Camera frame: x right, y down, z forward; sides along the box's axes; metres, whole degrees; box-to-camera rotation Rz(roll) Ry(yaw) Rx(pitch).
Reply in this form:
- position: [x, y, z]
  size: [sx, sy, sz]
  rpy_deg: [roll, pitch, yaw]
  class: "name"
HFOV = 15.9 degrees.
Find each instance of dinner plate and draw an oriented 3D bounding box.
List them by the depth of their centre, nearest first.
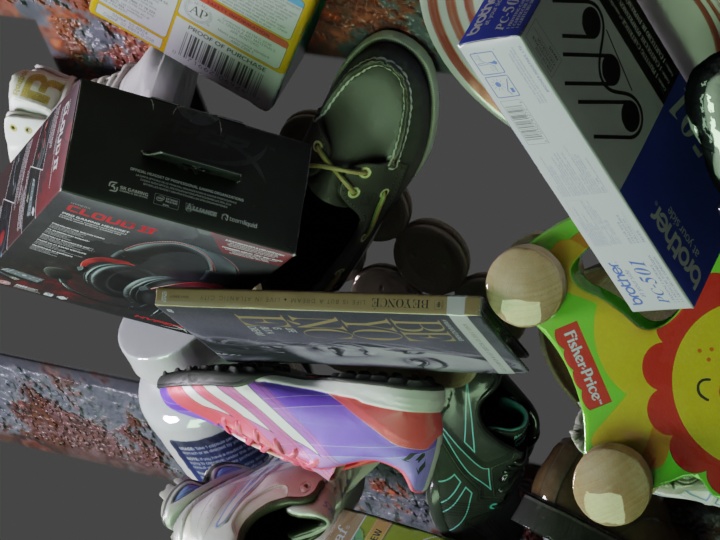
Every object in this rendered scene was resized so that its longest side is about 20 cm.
- position: [0.126, -0.131, 1.412]
  size: [0.199, 0.024, 0.201]
  rpy_deg: [21, 145, 15]
  class: "dinner plate"

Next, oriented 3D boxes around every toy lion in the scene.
- position: [0.194, 0.046, 1.475]
  size: [0.191, 0.069, 0.201]
  rpy_deg: [-24, 92, 18]
  class: "toy lion"

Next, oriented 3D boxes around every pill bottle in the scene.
- position: [-0.085, 0.097, 1.792]
  size: [0.110, 0.111, 0.200]
  rpy_deg: [0, 137, 37]
  class: "pill bottle"

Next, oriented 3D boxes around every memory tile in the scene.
- position: [0.000, 0.000, 1.635]
  size: [0.200, 0.017, 0.153]
  rpy_deg: [43, 131, -3]
  class: "memory tile"

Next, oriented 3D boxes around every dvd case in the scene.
- position: [-0.008, 0.037, 1.561]
  size: [0.198, 0.016, 0.149]
  rpy_deg: [1, 165, 15]
  class: "dvd case"

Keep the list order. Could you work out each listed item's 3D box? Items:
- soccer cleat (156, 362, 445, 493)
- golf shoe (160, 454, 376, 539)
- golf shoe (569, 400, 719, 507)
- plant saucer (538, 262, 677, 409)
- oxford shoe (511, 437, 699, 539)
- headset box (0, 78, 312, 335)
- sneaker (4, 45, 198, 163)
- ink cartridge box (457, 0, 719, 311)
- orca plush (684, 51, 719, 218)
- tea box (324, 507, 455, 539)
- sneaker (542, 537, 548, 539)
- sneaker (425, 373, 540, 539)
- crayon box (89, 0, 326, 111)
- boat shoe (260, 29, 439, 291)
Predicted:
- position: [-0.042, 0.098, 1.654]
  size: [0.199, 0.074, 0.068]
  rpy_deg: [4, -178, 21]
  class: "soccer cleat"
- position: [-0.031, 0.143, 1.708]
  size: [0.097, 0.199, 0.079]
  rpy_deg: [30, 149, 51]
  class: "golf shoe"
- position: [0.224, 0.126, 1.567]
  size: [0.199, 0.079, 0.097]
  rpy_deg: [12, 149, 26]
  class: "golf shoe"
- position: [0.207, 0.053, 1.580]
  size: [0.199, 0.037, 0.201]
  rpy_deg: [21, 146, 15]
  class: "plant saucer"
- position: [0.180, 0.156, 1.688]
  size: [0.072, 0.085, 0.200]
  rpy_deg: [21, 175, 35]
  class: "oxford shoe"
- position: [-0.128, -0.037, 1.540]
  size: [0.148, 0.076, 0.200]
  rpy_deg: [15, 158, -19]
  class: "headset box"
- position: [-0.172, -0.099, 1.635]
  size: [0.115, 0.074, 0.200]
  rpy_deg: [27, 148, -1]
  class: "sneaker"
- position: [0.132, -0.080, 1.368]
  size: [0.044, 0.094, 0.200]
  rpy_deg: [-4, 133, 41]
  class: "ink cartridge box"
- position: [0.237, -0.052, 1.392]
  size: [0.199, 0.106, 0.071]
  rpy_deg: [25, -179, -27]
  class: "orca plush"
- position: [0.039, 0.297, 1.748]
  size: [0.196, 0.201, 0.134]
  rpy_deg: [12, 147, 33]
  class: "tea box"
- position: [0.137, 0.218, 1.812]
  size: [0.114, 0.075, 0.200]
  rpy_deg: [2, 141, 31]
  class: "sneaker"
- position: [0.082, 0.125, 1.736]
  size: [0.079, 0.076, 0.201]
  rpy_deg: [5, 139, 29]
  class: "sneaker"
- position: [-0.073, -0.189, 1.461]
  size: [0.125, 0.052, 0.200]
  rpy_deg: [29, 147, 1]
  class: "crayon box"
- position: [-0.009, -0.054, 1.549]
  size: [0.071, 0.061, 0.202]
  rpy_deg: [31, 132, 9]
  class: "boat shoe"
